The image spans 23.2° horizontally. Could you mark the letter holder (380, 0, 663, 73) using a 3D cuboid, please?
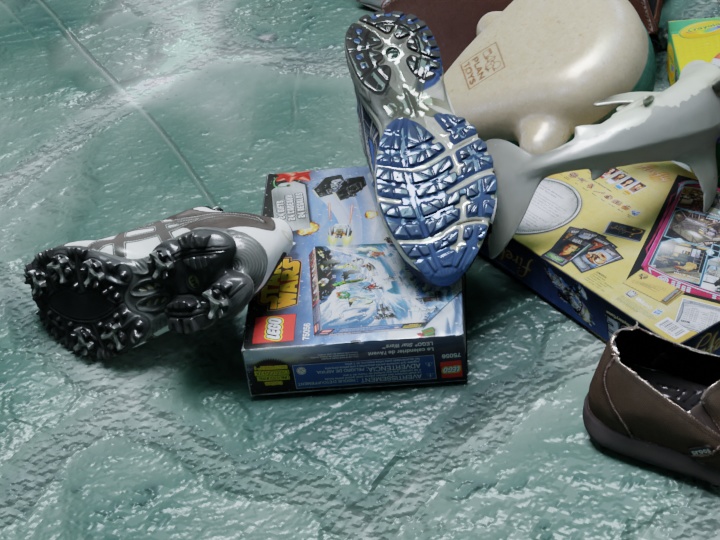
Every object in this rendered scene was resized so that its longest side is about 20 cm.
[{"bbox_3d":[0.114,-0.240,1.318,0.199,0.143,0.101,-10,34,23],"label":"letter holder"}]

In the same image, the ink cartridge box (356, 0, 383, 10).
[{"bbox_3d":[0.080,-0.320,1.473,0.085,0.148,0.200,20,43,33],"label":"ink cartridge box"}]

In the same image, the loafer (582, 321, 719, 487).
[{"bbox_3d":[0.211,0.080,0.949,0.199,0.071,0.073,12,40,26],"label":"loafer"}]

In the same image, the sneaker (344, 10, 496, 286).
[{"bbox_3d":[0.039,-0.069,1.128,0.076,0.085,0.201,-8,58,-4],"label":"sneaker"}]

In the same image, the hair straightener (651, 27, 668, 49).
[{"bbox_3d":[0.202,-0.191,1.356,0.077,0.041,0.200,13,41,28],"label":"hair straightener"}]

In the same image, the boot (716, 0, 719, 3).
[{"bbox_3d":[0.351,-0.228,1.249,0.199,0.096,0.074,9,38,24],"label":"boot"}]

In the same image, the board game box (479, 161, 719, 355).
[{"bbox_3d":[0.183,-0.012,1.115,0.135,0.035,0.200,-26,39,-23],"label":"board game box"}]

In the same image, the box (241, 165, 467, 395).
[{"bbox_3d":[0.000,0.000,1.134,0.136,0.040,0.201,-4,35,6],"label":"box"}]

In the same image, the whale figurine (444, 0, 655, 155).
[{"bbox_3d":[0.117,-0.118,1.246,0.199,0.104,0.160,-29,45,12],"label":"whale figurine"}]

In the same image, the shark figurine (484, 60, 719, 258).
[{"bbox_3d":[0.184,-0.071,1.102,0.214,0.090,0.128,-26,11,-28],"label":"shark figurine"}]

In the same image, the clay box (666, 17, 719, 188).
[{"bbox_3d":[0.283,-0.130,1.247,0.114,0.048,0.201,-4,37,4],"label":"clay box"}]

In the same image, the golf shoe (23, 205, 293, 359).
[{"bbox_3d":[-0.127,0.004,1.117,0.199,0.078,0.094,-4,19,37],"label":"golf shoe"}]
